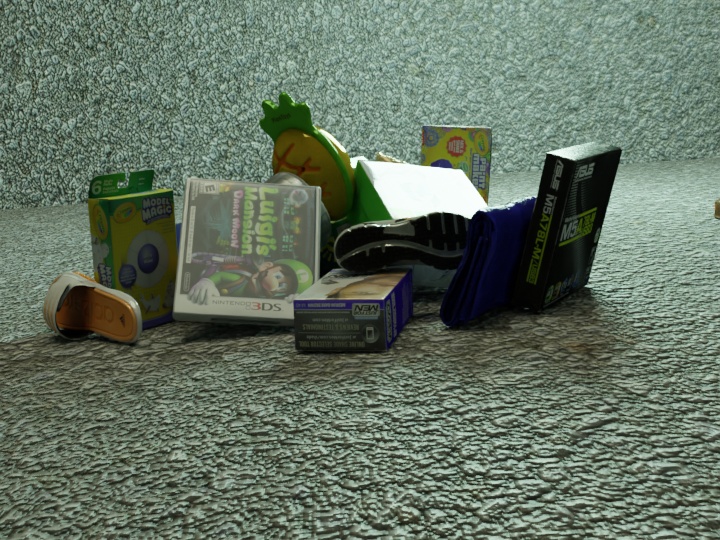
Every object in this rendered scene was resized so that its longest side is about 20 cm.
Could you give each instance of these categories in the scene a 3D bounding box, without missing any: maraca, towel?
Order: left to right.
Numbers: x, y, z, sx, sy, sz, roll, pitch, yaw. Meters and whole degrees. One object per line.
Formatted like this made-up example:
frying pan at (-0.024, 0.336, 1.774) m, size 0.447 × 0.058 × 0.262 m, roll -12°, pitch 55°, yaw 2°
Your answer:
maraca at (-0.078, -0.160, 1.468) m, size 0.136 × 0.202 × 0.107 m, roll -11°, pitch 23°, yaw 47°
towel at (0.175, -0.013, 1.264) m, size 0.049 × 0.150 × 0.199 m, roll 27°, pitch 22°, yaw 23°

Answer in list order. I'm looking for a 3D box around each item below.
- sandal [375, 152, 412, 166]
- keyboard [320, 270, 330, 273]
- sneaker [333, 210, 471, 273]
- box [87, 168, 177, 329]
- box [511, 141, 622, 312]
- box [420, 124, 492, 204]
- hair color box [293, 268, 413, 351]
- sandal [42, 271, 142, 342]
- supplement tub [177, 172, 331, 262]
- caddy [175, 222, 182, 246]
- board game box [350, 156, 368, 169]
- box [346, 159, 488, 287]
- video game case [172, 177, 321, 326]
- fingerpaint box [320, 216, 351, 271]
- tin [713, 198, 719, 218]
sandal at (0.027, -0.147, 1.594) m, size 0.208 × 0.071 × 0.078 m, roll -13°, pitch 10°, yaw 26°
keyboard at (0.000, 0.000, 1.592) m, size 0.103 × 0.040 × 0.199 m, roll -21°, pitch 9°, yaw -19°
sneaker at (0.059, -0.039, 1.289) m, size 0.196 × 0.075 × 0.080 m, roll -1°, pitch 7°, yaw -10°
box at (-0.292, -0.027, 1.333) m, size 0.048 × 0.204 × 0.117 m, roll 3°, pitch 12°, yaw 36°
box at (0.269, -0.061, 1.316) m, size 0.047 × 0.197 × 0.199 m, roll 21°, pitch 19°, yaw 25°
box at (0.162, -0.144, 1.772) m, size 0.119 × 0.204 × 0.193 m, roll 3°, pitch 5°, yaw 4°
hair color box at (-0.004, 0.043, 1.221) m, size 0.107 × 0.066 × 0.200 m, roll -1°, pitch 11°, yaw 12°
sandal at (-0.353, 0.049, 1.282) m, size 0.204 × 0.081 × 0.059 m, roll 7°, pitch 12°, yaw 42°
supplement tub at (-0.144, -0.032, 1.385) m, size 0.200 × 0.124 × 0.122 m, roll -41°, pitch 28°, yaw -27°
caddy at (-0.195, -0.011, 1.514) m, size 0.196 × 0.107 × 0.142 m, roll -5°, pitch -13°, yaw -6°
board game box at (-0.067, -0.098, 1.739) m, size 0.029 × 0.202 × 0.134 m, roll 41°, pitch 32°, yaw 25°
box at (0.089, -0.064, 1.454) m, size 0.173 × 0.098 × 0.201 m, roll 4°, pitch 30°, yaw -19°
video game case at (-0.140, -0.025, 1.297) m, size 0.178 × 0.203 × 0.023 m, roll 4°, pitch -31°, yaw -7°
fingerpaint box at (-0.029, -0.055, 1.623) m, size 0.165 × 0.075 × 0.199 m, roll -10°, pitch 12°, yaw 44°
tin at (0.784, -0.123, 1.968) m, size 0.196 × 0.043 × 0.112 m, roll 0°, pitch 15°, yaw 24°
